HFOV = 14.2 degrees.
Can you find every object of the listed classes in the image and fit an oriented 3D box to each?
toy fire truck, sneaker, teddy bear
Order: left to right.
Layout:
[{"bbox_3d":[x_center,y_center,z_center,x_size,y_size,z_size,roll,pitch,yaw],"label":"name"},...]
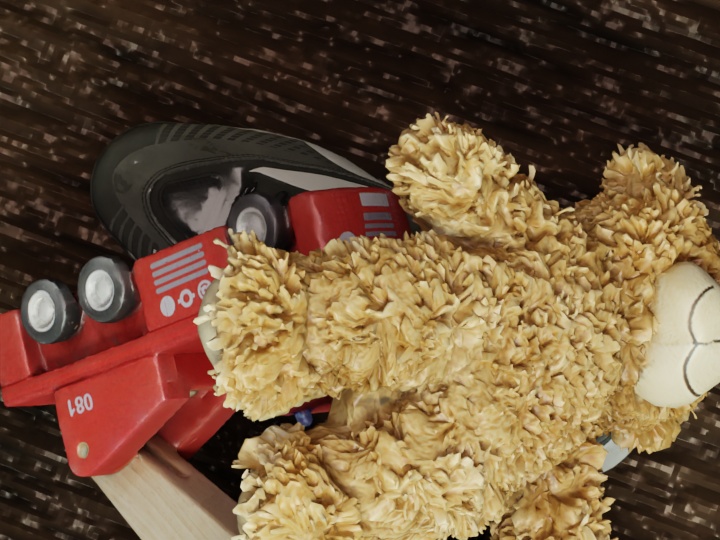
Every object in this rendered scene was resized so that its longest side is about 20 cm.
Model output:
[{"bbox_3d":[-0.056,0.065,0.889,0.199,0.049,0.142,-20,79,37],"label":"toy fire truck"},{"bbox_3d":[0.000,0.000,0.916,0.199,0.091,0.067,27,86,11],"label":"sneaker"},{"bbox_3d":[0.038,0.027,0.804,0.067,0.199,0.146,-16,71,50],"label":"teddy bear"}]
